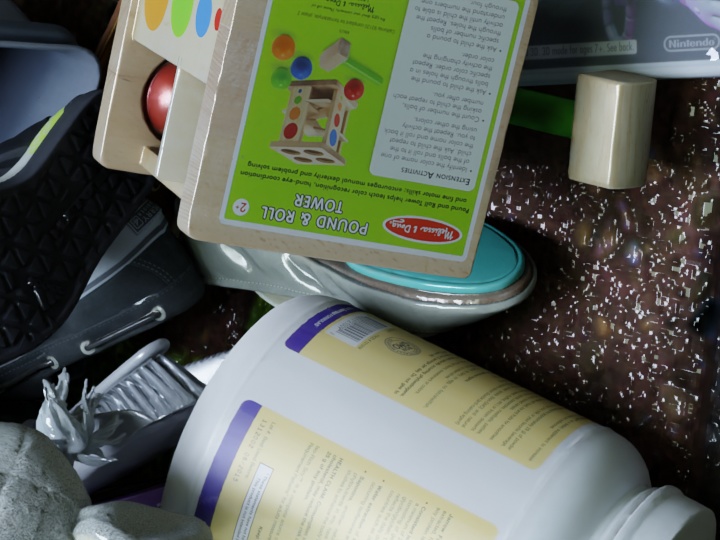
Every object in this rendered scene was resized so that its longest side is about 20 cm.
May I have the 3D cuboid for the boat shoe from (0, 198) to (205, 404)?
[{"bbox_3d":[-0.154,0.034,1.222,0.200,0.069,0.057,-33,101,36],"label":"boat shoe"}]

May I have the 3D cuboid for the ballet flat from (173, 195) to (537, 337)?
[{"bbox_3d":[0.000,0.000,1.160,0.200,0.067,0.064,18,131,36],"label":"ballet flat"}]

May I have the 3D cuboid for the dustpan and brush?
[{"bbox_3d":[-0.133,0.076,1.203,0.200,0.140,0.057,-36,83,32],"label":"dustpan and brush"}]

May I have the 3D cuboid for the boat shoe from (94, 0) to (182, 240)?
[{"bbox_3d":[-0.117,-0.062,1.231,0.072,0.068,0.200,37,114,30],"label":"boat shoe"}]

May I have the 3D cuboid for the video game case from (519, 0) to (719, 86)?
[{"bbox_3d":[0.096,-0.171,1.089,0.200,0.023,0.182,0,93,38],"label":"video game case"}]

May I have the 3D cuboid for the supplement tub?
[{"bbox_3d":[0.032,0.111,1.071,0.200,0.145,0.146,26,109,21],"label":"supplement tub"}]

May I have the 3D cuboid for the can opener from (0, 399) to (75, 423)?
[{"bbox_3d":[-0.202,0.046,1.313,0.200,0.053,0.067,35,114,30],"label":"can opener"}]

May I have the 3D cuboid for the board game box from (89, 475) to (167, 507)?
[{"bbox_3d":[-0.163,0.129,1.197,0.120,0.200,0.032,-18,87,38],"label":"board game box"}]

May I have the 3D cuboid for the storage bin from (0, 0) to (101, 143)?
[{"bbox_3d":[-0.243,-0.073,1.203,0.134,0.145,0.200,52,123,29],"label":"storage bin"}]

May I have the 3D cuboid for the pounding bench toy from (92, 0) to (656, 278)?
[{"bbox_3d":[0.008,-0.078,1.081,0.156,0.200,0.124,-144,65,-64],"label":"pounding bench toy"}]

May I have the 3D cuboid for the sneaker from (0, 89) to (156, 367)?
[{"bbox_3d":[-0.159,-0.009,1.114,0.083,0.200,0.072,-20,107,36],"label":"sneaker"}]

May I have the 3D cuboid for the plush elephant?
[{"bbox_3d":[-0.149,0.121,1.002,0.165,0.155,0.200,20,77,4],"label":"plush elephant"}]
